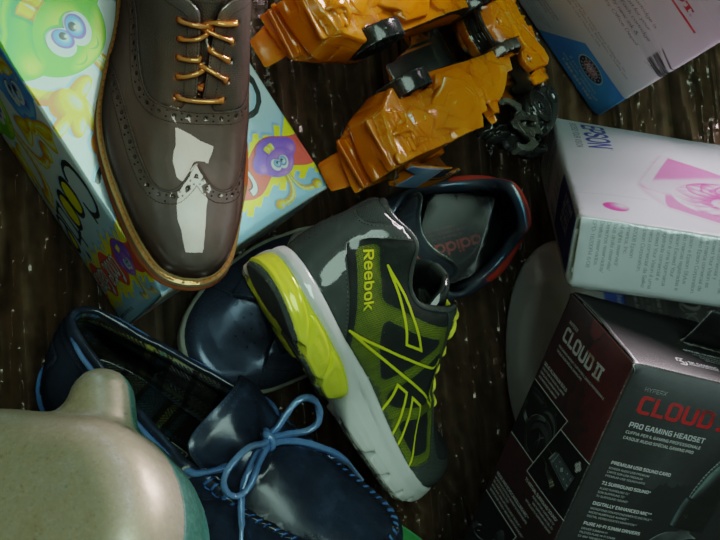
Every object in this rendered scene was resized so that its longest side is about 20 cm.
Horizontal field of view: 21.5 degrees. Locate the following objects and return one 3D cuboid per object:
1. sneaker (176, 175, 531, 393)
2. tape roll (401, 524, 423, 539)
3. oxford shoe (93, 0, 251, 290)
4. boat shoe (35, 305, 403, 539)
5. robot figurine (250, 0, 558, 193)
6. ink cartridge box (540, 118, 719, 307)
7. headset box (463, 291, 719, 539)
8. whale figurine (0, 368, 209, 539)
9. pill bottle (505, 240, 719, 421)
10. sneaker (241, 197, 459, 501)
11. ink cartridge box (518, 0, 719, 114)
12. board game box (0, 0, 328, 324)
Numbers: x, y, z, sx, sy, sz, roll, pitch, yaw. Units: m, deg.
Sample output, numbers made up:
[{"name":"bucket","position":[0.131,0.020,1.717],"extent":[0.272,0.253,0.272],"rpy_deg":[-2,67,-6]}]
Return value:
[{"name":"sneaker","position":[0.000,0.000,0.969],"extent":[0.199,0.084,0.075],"rpy_deg":[-28,90,-19]},{"name":"tape roll","position":[-0.031,0.215,0.942],"extent":[0.198,0.048,0.203],"rpy_deg":[3,80,-17]},{"name":"oxford shoe","position":[-0.081,-0.093,0.855],"extent":[0.071,0.073,0.202],"rpy_deg":[-3,81,-18]},{"name":"boat shoe","position":[-0.070,0.086,0.901],"extent":[0.199,0.069,0.084],"rpy_deg":[24,41,8]},{"name":"robot figurine","position":[0.031,-0.110,0.972],"extent":[0.200,0.058,0.146],"rpy_deg":[-26,88,-58]},{"name":"ink cartridge box","position":[0.195,-0.025,0.959],"extent":[0.198,0.197,0.044],"rpy_deg":[7,107,-1]},{"name":"headset box","position":[0.145,0.109,0.912],"extent":[0.148,0.077,0.201],"rpy_deg":[14,111,-25]},{"name":"whale figurine","position":[-0.150,0.118,0.875],"extent":[0.160,0.199,0.104],"rpy_deg":[-55,141,-6]},{"name":"pill bottle","position":[0.187,0.043,1.005],"extent":[0.198,0.114,0.115],"rpy_deg":[2,80,-17]},{"name":"sneaker","position":[0.017,0.042,0.918],"extent":[0.084,0.200,0.075],"rpy_deg":[-35,53,-3]},{"name":"ink cartridge box","position":[0.154,-0.168,0.985],"extent":[0.066,0.200,0.116],"rpy_deg":[-35,92,-20]},{"name":"board game box","position":[-0.121,-0.090,0.936],"extent":[0.104,0.103,0.201],"rpy_deg":[-34,92,-19]}]
